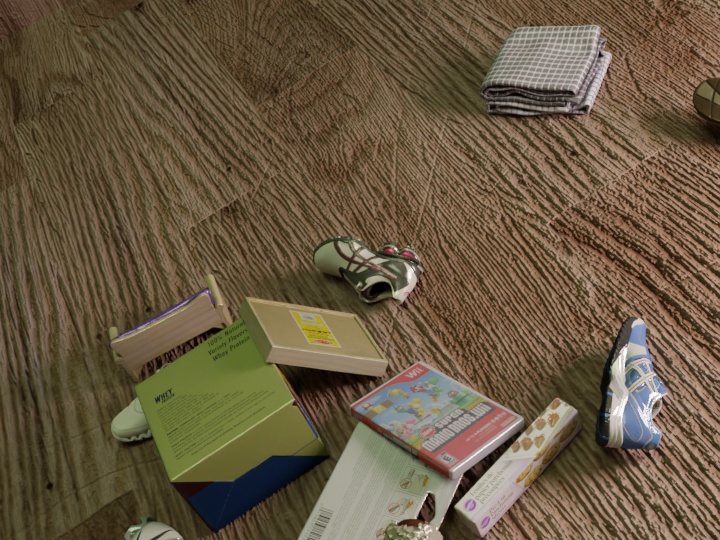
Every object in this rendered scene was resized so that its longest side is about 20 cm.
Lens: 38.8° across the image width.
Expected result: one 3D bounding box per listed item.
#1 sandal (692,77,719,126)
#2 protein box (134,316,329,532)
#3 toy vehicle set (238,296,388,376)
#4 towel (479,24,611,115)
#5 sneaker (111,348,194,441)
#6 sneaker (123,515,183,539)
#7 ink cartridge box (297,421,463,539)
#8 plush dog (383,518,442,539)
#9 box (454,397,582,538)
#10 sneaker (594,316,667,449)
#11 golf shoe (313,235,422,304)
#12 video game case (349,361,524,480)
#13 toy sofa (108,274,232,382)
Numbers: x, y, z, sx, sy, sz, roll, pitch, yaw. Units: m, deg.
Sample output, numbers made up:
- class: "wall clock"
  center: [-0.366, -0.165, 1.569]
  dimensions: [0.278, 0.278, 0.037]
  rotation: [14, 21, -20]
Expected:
- class: "sandal"
  center: [0.596, -0.228, 1.560]
  dimensions: [0.198, 0.055, 0.082]
  rotation: [30, 70, 28]
- class: "protein box"
  center: [-0.184, 0.213, 1.448]
  dimensions: [0.197, 0.136, 0.200]
  rotation: [-32, 42, -6]
- class: "toy vehicle set"
  center: [-0.068, 0.096, 1.485]
  dimensions: [0.027, 0.197, 0.125]
  rotation: [-64, 35, 22]
- class: "towel"
  center: [0.326, -0.353, 1.795]
  dimensions: [0.197, 0.086, 0.167]
  rotation: [7, 52, 32]
- class: "sneaker"
  center: [-0.305, 0.189, 1.579]
  dimensions: [0.198, 0.082, 0.075]
  rotation: [-32, 43, -4]
- class: "sneaker"
  center: [-0.305, 0.420, 1.348]
  dimensions: [0.087, 0.075, 0.201]
  rotation: [7, 52, 35]
- class: "ink cartridge box"
  center: [0.033, 0.305, 1.315]
  dimensions: [0.171, 0.044, 0.202]
  rotation: [12, 53, 27]
- class: "plush dog"
  center: [0.022, 0.398, 1.142]
  dimensions: [0.170, 0.162, 0.200]
  rotation: [-30, 4, 27]
- class: "box"
  center: [0.201, 0.247, 1.287]
  dimensions: [0.200, 0.042, 0.038]
  rotation: [-42, 43, -18]
- class: "sneaker"
  center: [0.348, 0.147, 1.302]
  dimensions: [0.076, 0.076, 0.202]
  rotation: [13, 52, 8]
- class: "golf shoe"
  center: [0.000, 0.000, 1.618]
  dimensions: [0.197, 0.078, 0.089]
  rotation: [5, 57, 32]
- class: "video game case"
  center: [0.100, 0.196, 1.371]
  dimensions: [0.142, 0.018, 0.198]
  rotation: [-28, 36, -33]
- class: "toy sofa"
  center: [-0.316, 0.085, 1.676]
  dimensions: [0.198, 0.098, 0.083]
  rotation: [-28, 41, 0]
